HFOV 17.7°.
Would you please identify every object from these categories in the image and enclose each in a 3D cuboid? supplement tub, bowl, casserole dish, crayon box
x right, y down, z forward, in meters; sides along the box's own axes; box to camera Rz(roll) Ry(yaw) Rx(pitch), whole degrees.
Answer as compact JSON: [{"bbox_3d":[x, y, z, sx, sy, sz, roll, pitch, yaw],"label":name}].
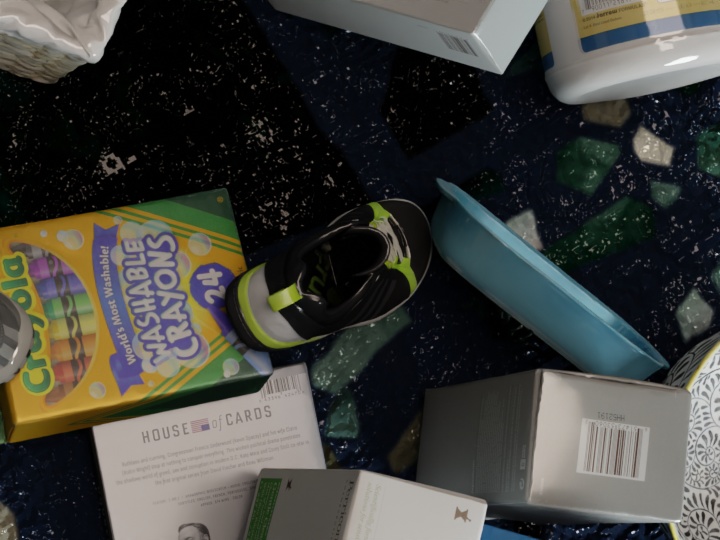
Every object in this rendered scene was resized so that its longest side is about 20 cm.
[{"bbox_3d":[0.177,-0.222,1.544,0.144,0.145,0.201,-10,87,-18],"label":"supplement tub"},{"bbox_3d":[0.254,0.118,1.546,0.200,0.094,0.202,-4,98,-31],"label":"bowl"},{"bbox_3d":[0.117,0.015,1.519,0.200,0.121,0.039,39,97,-11],"label":"casserole dish"},{"bbox_3d":[-0.166,0.030,1.442,0.199,0.052,0.127,-11,76,-17],"label":"crayon box"}]

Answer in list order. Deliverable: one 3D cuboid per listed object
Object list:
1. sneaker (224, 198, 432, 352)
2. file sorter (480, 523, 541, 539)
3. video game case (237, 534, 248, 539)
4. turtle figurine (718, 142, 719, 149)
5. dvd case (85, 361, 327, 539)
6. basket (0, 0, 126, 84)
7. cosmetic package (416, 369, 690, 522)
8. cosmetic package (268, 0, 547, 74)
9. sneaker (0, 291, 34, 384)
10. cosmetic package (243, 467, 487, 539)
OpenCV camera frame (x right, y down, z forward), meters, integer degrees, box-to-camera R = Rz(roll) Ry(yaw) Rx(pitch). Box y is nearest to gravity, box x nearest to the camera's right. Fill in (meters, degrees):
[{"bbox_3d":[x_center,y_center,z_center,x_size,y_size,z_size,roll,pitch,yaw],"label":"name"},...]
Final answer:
[{"bbox_3d":[0.000,0.000,1.462,0.200,0.083,0.072,-32,93,-49],"label":"sneaker"},{"bbox_3d":[0.126,0.236,1.431,0.200,0.138,0.123,30,75,-59],"label":"file sorter"},{"bbox_3d":[-0.026,0.256,1.468,0.143,0.018,0.201,-35,96,-18],"label":"video game case"},{"bbox_3d":[0.354,-0.080,1.624,0.193,0.200,0.145,26,99,7],"label":"turtle figurine"},{"bbox_3d":[-0.087,0.171,1.479,0.149,0.025,0.201,-10,86,-18],"label":"dvd case"},{"bbox_3d":[-0.229,-0.238,1.406,0.199,0.161,0.199,22,79,-16],"label":"basket"},{"bbox_3d":[0.116,0.114,1.452,0.106,0.200,0.091,8,84,-19],"label":"cosmetic package"},{"bbox_3d":[0.043,-0.219,1.482,0.151,0.199,0.052,-59,141,-13],"label":"cosmetic package"},{"bbox_3d":[-0.289,-0.004,1.357,0.199,0.116,0.075,24,82,12],"label":"sneaker"},{"bbox_3d":[-0.006,0.176,1.367,0.084,0.200,0.108,17,79,-16],"label":"cosmetic package"}]
